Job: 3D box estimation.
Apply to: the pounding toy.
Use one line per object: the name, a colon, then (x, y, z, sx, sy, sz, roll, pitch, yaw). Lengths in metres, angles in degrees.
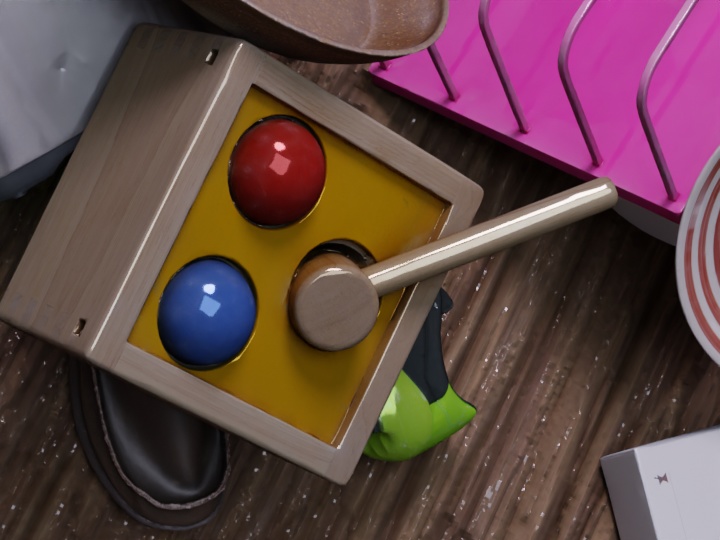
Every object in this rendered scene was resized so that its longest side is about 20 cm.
pounding toy: (-0.023, -0.009, 1.159, 0.199, 0.142, 0.185, 29, 84, -33)

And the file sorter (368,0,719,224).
file sorter: (0.105, -0.145, 1.263, 0.199, 0.126, 0.139, 27, 74, 28)

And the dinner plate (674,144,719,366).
dinner plate: (0.254, -0.022, 1.271, 0.199, 0.024, 0.201, -5, 121, -8)

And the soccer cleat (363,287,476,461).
soccer cleat: (0.000, 0.000, 1.296, 0.081, 0.067, 0.201, -16, 86, -39)

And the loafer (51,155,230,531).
loafer: (-0.110, 0.031, 1.240, 0.073, 0.071, 0.201, -14, 85, -21)

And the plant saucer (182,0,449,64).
plant saucer: (-0.049, -0.161, 1.162, 0.200, 0.037, 0.201, 28, 33, -20)

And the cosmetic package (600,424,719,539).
cosmetic package: (0.227, 0.178, 1.340, 0.150, 0.052, 0.201, -11, 84, -23)

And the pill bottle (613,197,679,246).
pill bottle: (0.208, -0.118, 1.356, 0.115, 0.116, 0.201, 31, 72, -11)

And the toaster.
toaster: (-0.162, -0.123, 1.214, 0.199, 0.114, 0.130, -32, 109, -11)
